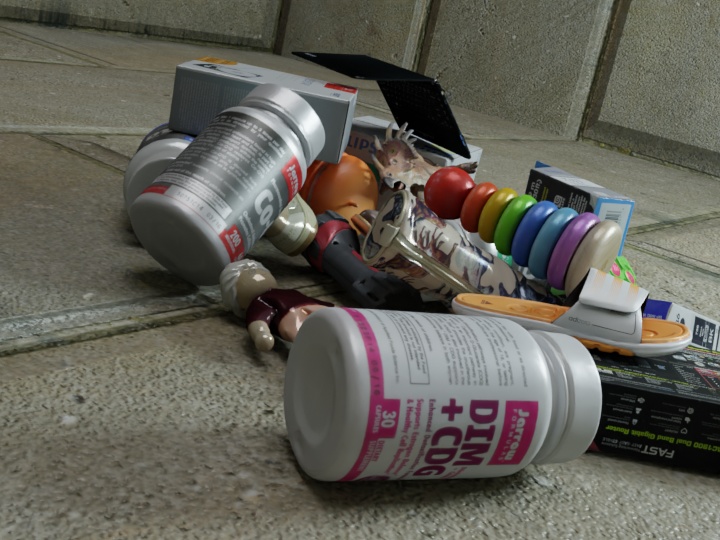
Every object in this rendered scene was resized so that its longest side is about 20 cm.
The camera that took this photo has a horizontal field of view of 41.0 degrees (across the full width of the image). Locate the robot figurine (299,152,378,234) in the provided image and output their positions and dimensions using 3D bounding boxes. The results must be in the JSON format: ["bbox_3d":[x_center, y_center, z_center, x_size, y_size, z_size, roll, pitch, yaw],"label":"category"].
[{"bbox_3d":[-0.063,-0.103,1.220,0.200,0.144,0.117,22,50,31],"label":"robot figurine"}]

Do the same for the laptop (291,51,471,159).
[{"bbox_3d":[0.029,-0.222,1.290,0.103,0.200,0.177,-39,37,-12],"label":"laptop"}]

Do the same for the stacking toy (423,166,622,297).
[{"bbox_3d":[0.152,-0.048,0.954,0.200,0.085,0.085,30,22,25],"label":"stacking toy"}]

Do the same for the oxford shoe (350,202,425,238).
[{"bbox_3d":[0.053,-0.054,1.120,0.071,0.073,0.200,45,14,21],"label":"oxford shoe"}]

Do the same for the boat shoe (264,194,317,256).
[{"bbox_3d":[-0.114,-0.089,1.090,0.065,0.072,0.200,33,14,-39],"label":"boat shoe"}]

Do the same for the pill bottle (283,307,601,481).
[{"bbox_3d":[0.058,0.086,0.665,0.200,0.113,0.113,4,18,-26],"label":"pill bottle"}]

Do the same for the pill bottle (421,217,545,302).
[{"bbox_3d":[0.132,-0.018,1.078,0.200,0.113,0.113,-4,23,-43],"label":"pill bottle"}]

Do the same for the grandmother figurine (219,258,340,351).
[{"bbox_3d":[-0.049,0.043,0.837,0.200,0.061,0.121,28,13,37],"label":"grandmother figurine"}]

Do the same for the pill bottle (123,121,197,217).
[{"bbox_3d":[-0.211,-0.103,1.109,0.114,0.114,0.200,10,16,-10],"label":"pill bottle"}]

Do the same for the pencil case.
[{"bbox_3d":[0.091,0.004,0.914,0.200,0.078,0.089,33,5,-21],"label":"pencil case"}]

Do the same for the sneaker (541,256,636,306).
[{"bbox_3d":[0.260,0.025,1.083,0.084,0.077,0.200,-22,-23,30],"label":"sneaker"}]

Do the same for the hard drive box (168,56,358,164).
[{"bbox_3d":[-0.110,-0.194,1.151,0.200,0.077,0.156,12,17,-1],"label":"hard drive box"}]

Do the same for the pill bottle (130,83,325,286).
[{"bbox_3d":[-0.126,-0.090,0.965,0.114,0.114,0.200,20,55,25],"label":"pill bottle"}]

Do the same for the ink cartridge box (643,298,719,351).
[{"bbox_3d":[0.288,0.053,0.966,0.099,0.039,0.200,7,-5,41],"label":"ink cartridge box"}]

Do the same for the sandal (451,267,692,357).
[{"bbox_3d":[0.183,0.027,0.829,0.206,0.059,0.079,9,15,9],"label":"sandal"}]

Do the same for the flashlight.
[{"bbox_3d":[0.000,0.000,1.015,0.200,0.068,0.068,39,-13,52],"label":"flashlight"}]

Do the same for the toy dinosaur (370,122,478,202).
[{"bbox_3d":[0.050,-0.130,1.209,0.135,0.086,0.200,26,-2,-23],"label":"toy dinosaur"}]

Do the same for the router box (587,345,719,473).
[{"bbox_3d":[0.255,0.108,0.830,0.200,0.062,0.150,11,16,-3],"label":"router box"}]

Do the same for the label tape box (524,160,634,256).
[{"bbox_3d":[0.240,-0.049,1.211,0.063,0.144,0.200,1,19,-28],"label":"label tape box"}]

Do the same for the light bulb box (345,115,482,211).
[{"bbox_3d":[0.051,-0.140,1.412,0.198,0.125,0.200,18,17,16],"label":"light bulb box"}]
